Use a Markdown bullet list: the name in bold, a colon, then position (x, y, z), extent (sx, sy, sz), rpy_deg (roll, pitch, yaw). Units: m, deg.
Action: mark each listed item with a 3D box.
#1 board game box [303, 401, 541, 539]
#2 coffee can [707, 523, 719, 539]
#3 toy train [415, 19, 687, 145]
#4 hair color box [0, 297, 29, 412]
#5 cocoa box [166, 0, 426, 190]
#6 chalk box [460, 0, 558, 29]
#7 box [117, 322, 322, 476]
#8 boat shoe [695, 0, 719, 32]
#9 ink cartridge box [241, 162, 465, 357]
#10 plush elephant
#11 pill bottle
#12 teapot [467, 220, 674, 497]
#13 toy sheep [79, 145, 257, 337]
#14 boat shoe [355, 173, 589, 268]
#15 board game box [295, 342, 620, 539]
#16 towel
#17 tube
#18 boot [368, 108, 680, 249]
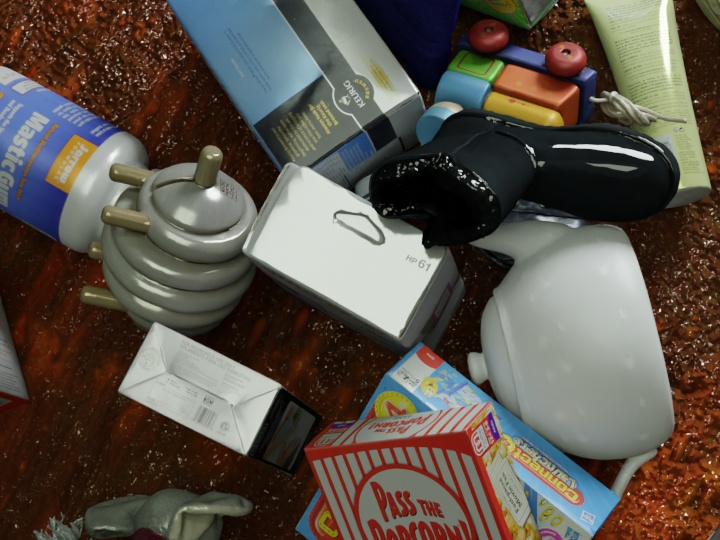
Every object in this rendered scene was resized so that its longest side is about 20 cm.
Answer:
- **board game box**: position (0.060, 0.204, 1.181), extent (0.151, 0.046, 0.201), rpy_deg (-12, 106, 37)
- **coffee can**: position (0.282, 0.303, 1.201), extent (0.146, 0.146, 0.200), rpy_deg (38, 86, 12)
- **toy train**: position (0.152, -0.121, 1.282), extent (0.199, 0.085, 0.116), rpy_deg (21, 53, 21)
- **hair color box**: position (-0.354, 0.023, 1.356), extent (0.061, 0.102, 0.201), rpy_deg (-19, 77, 4)
- **cocoa box**: position (-0.050, -0.173, 1.336), extent (0.131, 0.133, 0.200), rpy_deg (-35, 77, 1)
- **chalk box**: position (0.119, -0.295, 1.320), extent (0.124, 0.200, 0.124), rpy_deg (29, 70, 41)
- **box**: position (-0.107, 0.107, 1.259), extent (0.116, 0.200, 0.060), rpy_deg (25, 82, 13)
- **boat shoe**: position (0.355, -0.194, 1.323), extent (0.072, 0.065, 0.200), rpy_deg (-37, 77, 0)
- **ink cartridge box**: position (0.000, 0.000, 1.264), extent (0.144, 0.200, 0.085), rpy_deg (28, 84, 11)
- **plush elephant**: position (-0.164, 0.248, 1.278), extent (0.155, 0.164, 0.201), rpy_deg (-35, 113, -35)
- **pill bottle**: position (-0.253, -0.085, 1.356), extent (0.199, 0.112, 0.112), rpy_deg (28, 84, 10)
- **teapot**: position (0.158, 0.068, 1.242), extent (0.145, 0.198, 0.201), rpy_deg (-14, 47, 4)
- **toy sheep**: position (-0.145, -0.021, 1.245), extent (0.137, 0.200, 0.138), rpy_deg (12, 48, -13)
- **boat shoe**: position (0.097, -0.046, 1.325), extent (0.199, 0.071, 0.091), rpy_deg (-6, 75, 4)
- **board game box**: position (0.071, 0.192, 1.235), extent (0.196, 0.056, 0.200), rpy_deg (37, 128, 12)
- **towel**: position (0.033, -0.248, 1.306), extent (0.049, 0.200, 0.148), rpy_deg (-39, 79, -11)
- **tube**: position (0.251, -0.154, 1.342), extent (0.058, 0.052, 0.201), rpy_deg (-1, 72, -35)
- **boot**: position (0.122, -0.059, 1.161), extent (0.199, 0.168, 0.077), rpy_deg (15, 116, 18)
